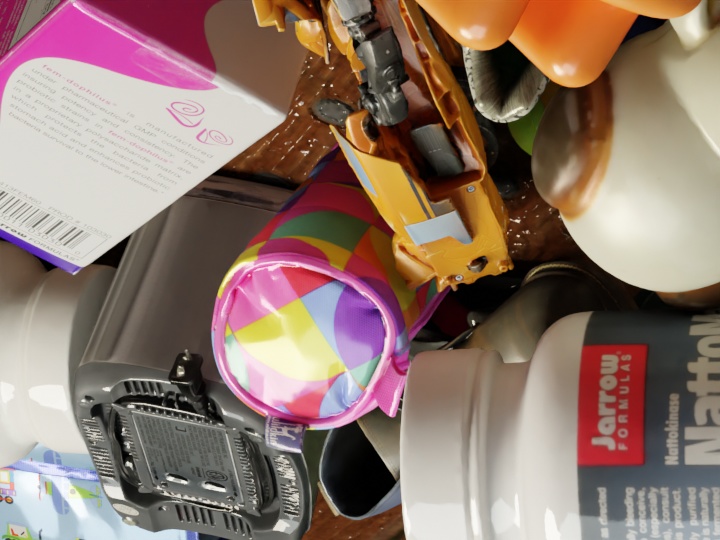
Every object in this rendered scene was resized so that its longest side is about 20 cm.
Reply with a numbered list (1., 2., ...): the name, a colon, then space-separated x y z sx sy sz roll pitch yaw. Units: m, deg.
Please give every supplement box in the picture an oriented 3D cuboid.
1. supplement box: -0.105 -0.090 1.226 0.101 0.103 0.200 29 151 -20

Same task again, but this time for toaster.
1. toaster: -0.068 0.041 1.412 0.114 0.129 0.200 9 151 12

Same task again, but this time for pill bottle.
1. pill bottle: 0.121 0.074 1.125 0.200 0.120 0.120 -2 148 12
2. pill bottle: -0.220 0.041 1.477 0.200 0.116 0.116 2 149 19

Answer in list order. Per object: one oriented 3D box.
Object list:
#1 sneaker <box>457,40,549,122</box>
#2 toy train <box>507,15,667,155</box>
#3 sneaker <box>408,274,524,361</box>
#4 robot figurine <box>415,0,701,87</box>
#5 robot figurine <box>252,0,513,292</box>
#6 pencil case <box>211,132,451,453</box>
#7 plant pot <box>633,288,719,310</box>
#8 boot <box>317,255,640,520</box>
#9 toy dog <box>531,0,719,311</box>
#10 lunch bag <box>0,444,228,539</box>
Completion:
1. sneaker: 0.063 -0.137 1.032 0.077 0.089 0.200 3 127 7
2. toy train: 0.091 -0.073 1.193 0.200 0.085 0.116 33 166 -15
3. sneaker: 0.073 0.054 1.369 0.200 0.077 0.084 35 143 17
4. robot figurine: 0.087 -0.161 0.933 0.144 0.200 0.117 29 -164 6
5. robot figurine: 0.003 -0.090 1.111 0.058 0.145 0.200 -20 132 10
6. pencil case: 0.000 0.000 1.231 0.088 0.200 0.088 5 114 12
7. plant pot: 0.191 0.051 1.258 0.200 0.200 0.134 -18 109 47
8. boot: 0.051 0.059 1.241 0.075 0.097 0.200 56 155 7
9. toy dog: 0.164 -0.056 1.061 0.200 0.194 0.140 -22 143 38
10. lunch bag: -0.151 0.078 1.588 0.150 0.094 0.200 8 134 16
